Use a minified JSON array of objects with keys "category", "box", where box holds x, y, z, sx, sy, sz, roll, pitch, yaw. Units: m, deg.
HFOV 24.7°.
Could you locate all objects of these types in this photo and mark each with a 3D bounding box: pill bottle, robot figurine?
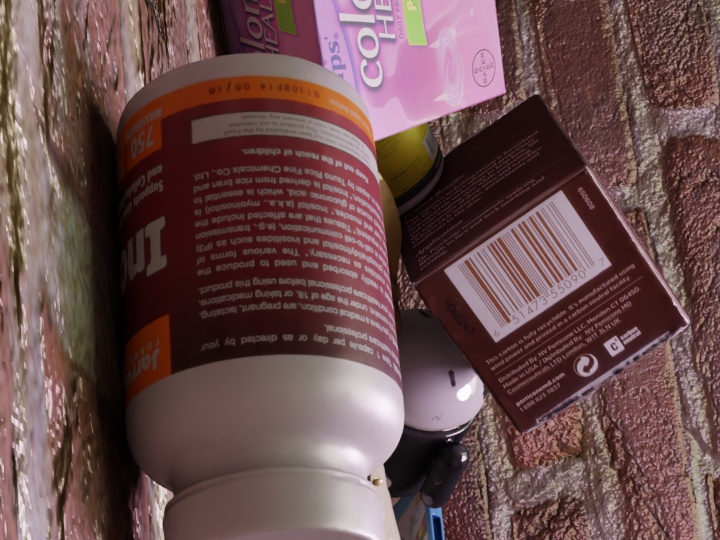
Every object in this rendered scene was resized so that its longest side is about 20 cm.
[{"category":"pill bottle","box":[-0.042,0.023,0.671,0.113,0.112,0.201,76,7,-63]},{"category":"robot figurine","box":[0.038,0.121,1.462,0.125,0.150,0.200,-56,175,-45]},{"category":"pill bottle","box":[-0.018,-0.142,1.333,0.112,0.111,0.201,-93,158,-56]}]

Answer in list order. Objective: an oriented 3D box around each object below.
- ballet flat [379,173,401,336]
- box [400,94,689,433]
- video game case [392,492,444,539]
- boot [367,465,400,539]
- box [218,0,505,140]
[{"category":"ballet flat","box":[0.000,0.000,1.282,0.063,0.068,0.201,-73,158,-48]},{"category":"box","box":[0.138,-0.010,1.341,0.165,0.165,0.200,52,10,-21]},{"category":"video game case","box":[0.033,0.299,1.482,0.143,0.018,0.201,-53,-156,31]},{"category":"boot","box":[0.001,0.221,1.350,0.200,0.072,0.156,-107,-172,-67]},{"category":"box","box":[0.002,-0.194,1.194,0.199,0.096,0.177,-23,111,-43]}]
